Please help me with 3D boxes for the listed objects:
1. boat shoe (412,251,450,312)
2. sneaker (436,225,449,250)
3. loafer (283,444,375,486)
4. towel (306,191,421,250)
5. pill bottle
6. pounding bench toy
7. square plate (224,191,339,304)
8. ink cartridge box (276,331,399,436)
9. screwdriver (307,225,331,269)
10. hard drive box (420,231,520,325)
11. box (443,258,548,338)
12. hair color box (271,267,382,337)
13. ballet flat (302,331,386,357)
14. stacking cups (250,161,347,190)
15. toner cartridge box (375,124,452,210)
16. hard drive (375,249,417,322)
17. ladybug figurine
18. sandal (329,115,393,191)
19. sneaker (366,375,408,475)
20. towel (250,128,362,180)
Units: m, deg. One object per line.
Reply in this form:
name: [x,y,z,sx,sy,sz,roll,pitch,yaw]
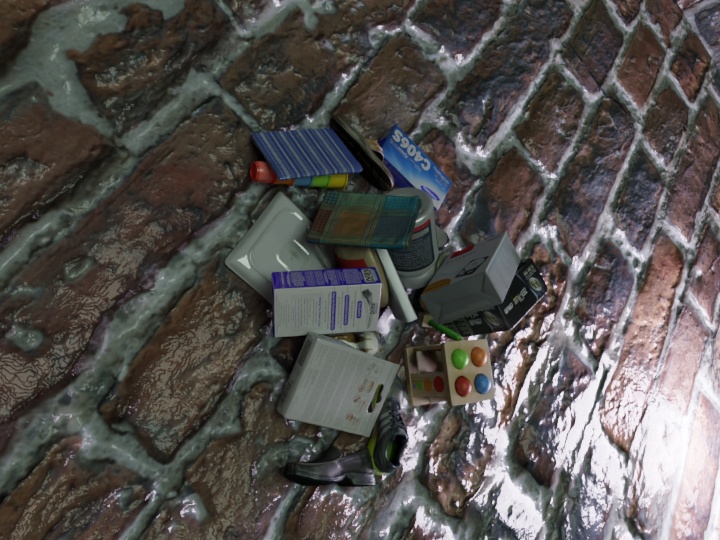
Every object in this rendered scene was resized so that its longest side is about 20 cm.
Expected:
boat shoe: [0.170,0.025,1.345,0.075,0.062,0.200,53,41,-18]
sneaker: [0.127,-0.096,1.333,0.199,0.079,0.075,23,65,-30]
loafer: [-0.058,0.366,1.113,0.199,0.073,0.073,19,60,-39]
towel: [0.009,-0.099,1.133,0.022,0.198,0.147,80,20,-45]
pill bottle: [0.102,-0.060,1.239,0.120,0.119,0.201,-49,144,-32]
pounding bench toy: [0.188,0.180,1.262,0.123,0.156,0.202,0,79,-34]
square plate: [-0.135,-0.025,1.170,0.200,0.028,0.199,43,59,-18]
ink cartridge box: [-0.040,0.220,1.131,0.199,0.050,0.162,21,94,-33]
screwdriver: [-0.066,-0.004,1.181,0.029,0.028,0.201,-36,118,-8]
hard drive box: [0.235,0.015,1.245,0.077,0.155,0.200,59,34,-11]
box: [0.288,0.066,1.329,0.163,0.199,0.087,-36,100,-34]
hair color box: [-0.065,0.058,1.105,0.198,0.065,0.110,-2,123,-10]
ballet flat: [-0.017,0.153,1.185,0.199,0.072,0.073,1,78,-34]
stacking cups: [-0.123,-0.191,1.200,0.199,0.060,0.061,-6,82,-32]
toner cartridge box: [0.120,-0.234,1.381,0.200,0.043,0.095,41,61,-20]
hard drive: [0.053,0.008,1.230,0.027,0.132,0.201,-25,94,-7]
ladybug figurine: [0.000,0.000,1.195,0.071,0.136,0.201,-24,119,-7]
sandal: [0.011,-0.262,1.295,0.055,0.082,0.200,-44,97,-24]
sneaker: [0.066,0.311,1.196,0.073,0.081,0.202,16,70,-30]
towel: [-0.107,-0.236,1.200,0.199,0.024,0.145,-13,53,-34]
